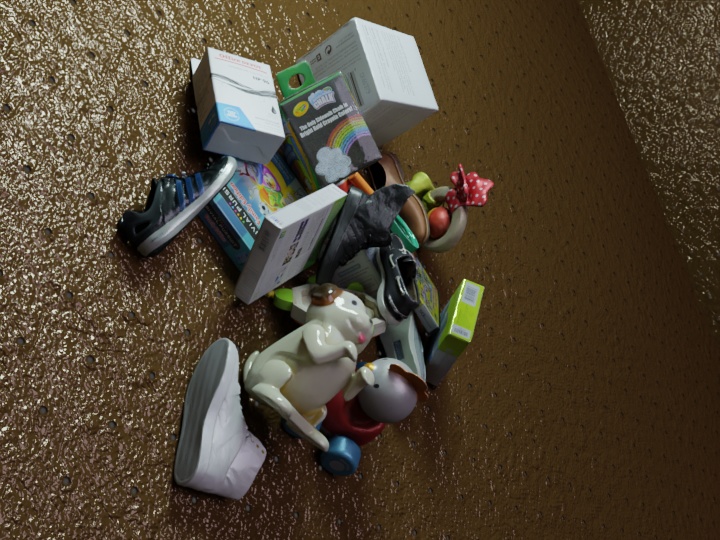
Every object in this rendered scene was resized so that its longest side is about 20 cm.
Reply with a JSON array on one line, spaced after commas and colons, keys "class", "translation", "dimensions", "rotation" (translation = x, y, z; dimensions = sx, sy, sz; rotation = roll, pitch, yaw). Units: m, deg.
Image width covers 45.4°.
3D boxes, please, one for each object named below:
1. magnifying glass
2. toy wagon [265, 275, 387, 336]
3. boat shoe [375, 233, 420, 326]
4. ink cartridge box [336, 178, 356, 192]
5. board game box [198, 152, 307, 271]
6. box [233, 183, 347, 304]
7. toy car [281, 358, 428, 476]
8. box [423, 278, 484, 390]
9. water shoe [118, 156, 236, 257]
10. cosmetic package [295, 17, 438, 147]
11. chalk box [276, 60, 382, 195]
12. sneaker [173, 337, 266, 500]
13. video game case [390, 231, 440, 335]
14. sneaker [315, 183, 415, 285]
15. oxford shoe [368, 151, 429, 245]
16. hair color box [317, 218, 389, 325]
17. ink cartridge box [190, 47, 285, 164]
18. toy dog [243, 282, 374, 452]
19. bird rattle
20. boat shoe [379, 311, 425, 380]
[{"class": "magnifying glass", "translation": [0.045, -0.108, 1.577], "dimensions": [0.200, 0.022, 0.080], "rotation": [45, 17, -30]}, {"class": "toy wagon", "translation": [-0.057, 0.057, 1.359], "dimensions": [0.195, 0.040, 0.156], "rotation": [9, 21, -10]}, {"class": "boat shoe", "translation": [0.064, 0.002, 1.400], "dimensions": [0.074, 0.060, 0.202], "rotation": [42, 29, -24]}, {"class": "ink cartridge box", "translation": [-0.047, -0.158, 1.546], "dimensions": [0.202, 0.050, 0.109], "rotation": [60, 36, -7]}, {"class": "board game box", "translation": [-0.175, -0.119, 1.360], "dimensions": [0.152, 0.046, 0.201], "rotation": [54, 37, -16]}, {"class": "box", "translation": [-0.105, -0.044, 1.315], "dimensions": [0.036, 0.146, 0.199], "rotation": [36, 32, 14]}, {"class": "toy car", "translation": [0.011, 0.175, 1.300], "dimensions": [0.177, 0.198, 0.186], "rotation": [48, 39, -23]}, {"class": "box", "translation": [0.160, 0.119, 1.556], "dimensions": [0.047, 0.201, 0.124], "rotation": [21, 55, -2]}, {"class": "water shoe", "translation": [-0.251, -0.109, 1.196], "dimensions": [0.079, 0.071, 0.201], "rotation": [45, 58, -11]}, {"class": "cosmetic package", "translation": [0.014, -0.350, 1.639], "dimensions": [0.198, 0.163, 0.168], "rotation": [-4, 73, -54]}, {"class": "chalk box", "translation": [-0.073, -0.241, 1.425], "dimensions": [0.123, 0.124, 0.203], "rotation": [-28, 95, -16]}, {"class": "sneaker", "translation": [-0.177, 0.204, 1.157], "dimensions": [0.115, 0.073, 0.204], "rotation": [33, 56, -39]}, {"class": "video game case", "translation": [0.092, 0.005, 1.594], "dimensions": [0.182, 0.025, 0.200], "rotation": [57, 14, -13]}, {"class": "sneaker", "translation": [0.006, -0.056, 1.386], "dimensions": [0.102, 0.060, 0.204], "rotation": [22, 83, -9]}, {"class": "oxford shoe", "translation": [0.067, -0.136, 1.672], "dimensions": [0.071, 0.071, 0.203], "rotation": [-12, 69, -51]}, {"class": "hair color box", "translation": [0.000, 0.000, 1.473], "dimensions": [0.203, 0.098, 0.061], "rotation": [60, 35, -8]}, {"class": "ink cartridge box", "translation": [-0.196, -0.274, 1.354], "dimensions": [0.114, 0.068, 0.203], "rotation": [9, 50, -33]}, {"class": "toy dog", "translation": [-0.059, 0.122, 1.216], "dimensions": [0.201, 0.193, 0.140], "rotation": [-51, 123, -15]}, {"class": "bird rattle", "translation": [0.170, -0.117, 1.699], "dimensions": [0.112, 0.197, 0.167], "rotation": [12, 85, -47]}, {"class": "boat shoe", "translation": [0.075, 0.134, 1.534], "dimensions": [0.072, 0.069, 0.205], "rotation": [53, 25, -58]}]
